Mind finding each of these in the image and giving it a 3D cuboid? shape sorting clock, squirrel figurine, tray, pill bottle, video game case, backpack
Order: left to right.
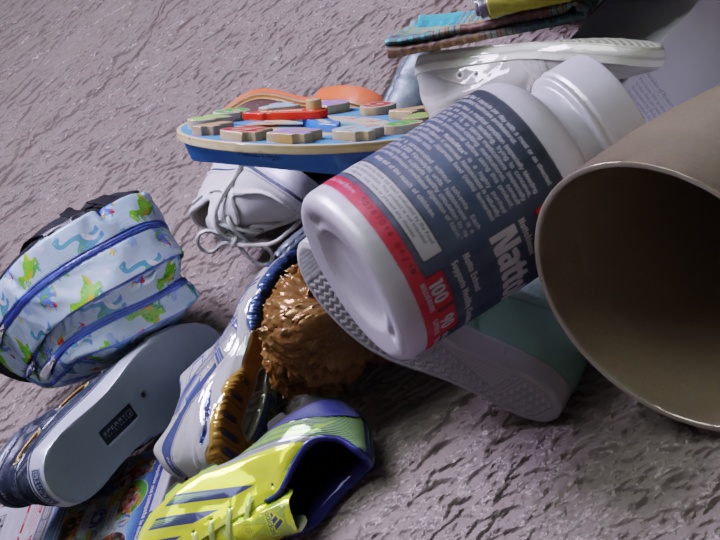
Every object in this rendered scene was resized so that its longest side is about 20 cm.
[{"bbox_3d":[-0.218,0.206,1.793,0.200,0.018,0.143,-23,32,30],"label":"video game case"},{"bbox_3d":[-0.204,0.015,1.878,0.163,0.154,0.200,-22,-25,-27],"label":"backpack"},{"bbox_3d":[-0.031,-0.103,1.746,0.200,0.039,0.200,-3,14,1],"label":"shape sorting clock"},{"bbox_3d":[0.000,0.000,1.703,0.200,0.142,0.187,-38,21,-1],"label":"squirrel figurine"},{"bbox_3d":[0.076,-0.045,1.495,0.200,0.120,0.120,-32,26,-14],"label":"pill bottle"},{"bbox_3d":[0.213,-0.044,1.555,0.022,0.107,0.200,30,69,26],"label":"tray"}]

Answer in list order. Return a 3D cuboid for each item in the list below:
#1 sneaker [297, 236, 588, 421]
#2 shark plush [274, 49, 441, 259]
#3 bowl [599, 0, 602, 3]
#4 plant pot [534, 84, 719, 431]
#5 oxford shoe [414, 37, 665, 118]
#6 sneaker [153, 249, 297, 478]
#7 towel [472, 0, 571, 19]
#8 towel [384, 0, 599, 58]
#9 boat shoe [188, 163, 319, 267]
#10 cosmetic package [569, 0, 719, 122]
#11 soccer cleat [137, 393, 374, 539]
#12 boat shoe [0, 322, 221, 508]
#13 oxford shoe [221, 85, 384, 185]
[{"bbox_3d":[0.064,0.007,1.589,0.118,0.200,0.074,-56,-10,-32],"label":"sneaker"},{"bbox_3d":[0.004,-0.082,1.866,0.200,0.083,0.091,-41,28,-1],"label":"shark plush"},{"bbox_3d":[0.168,-0.279,1.958,0.200,0.075,0.200,-47,28,-15],"label":"bowl"},{"bbox_3d":[0.234,-0.039,1.445,0.187,0.187,0.200,-6,30,47],"label":"plant pot"},{"bbox_3d":[0.121,-0.127,1.651,0.200,0.075,0.058,-4,89,40],"label":"oxford shoe"},{"bbox_3d":[-0.091,0.065,1.780,0.088,0.075,0.200,-13,38,42],"label":"sneaker"},{"bbox_3d":[0.165,-0.211,1.689,0.200,0.023,0.144,-12,14,1],"label":"towel"},{"bbox_3d":[0.097,-0.180,1.744,0.147,0.022,0.200,-11,7,9],"label":"towel"},{"bbox_3d":[-0.093,-0.045,1.938,0.086,0.075,0.202,-56,22,-10],"label":"boat shoe"},{"bbox_3d":[0.187,-0.123,1.702,0.200,0.081,0.113,-50,27,-15],"label":"cosmetic package"},{"bbox_3d":[-0.075,0.162,1.633,0.200,0.065,0.084,-40,34,3],"label":"soccer cleat"},{"bbox_3d":[-0.190,0.105,1.819,0.091,0.071,0.200,-11,22,50],"label":"boat shoe"},{"bbox_3d":[-0.062,-0.102,1.995,0.200,0.071,0.073,-8,48,46],"label":"oxford shoe"}]
